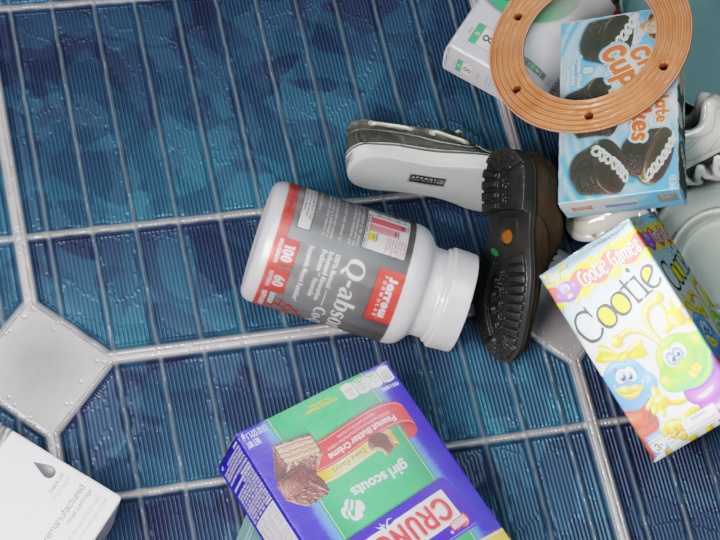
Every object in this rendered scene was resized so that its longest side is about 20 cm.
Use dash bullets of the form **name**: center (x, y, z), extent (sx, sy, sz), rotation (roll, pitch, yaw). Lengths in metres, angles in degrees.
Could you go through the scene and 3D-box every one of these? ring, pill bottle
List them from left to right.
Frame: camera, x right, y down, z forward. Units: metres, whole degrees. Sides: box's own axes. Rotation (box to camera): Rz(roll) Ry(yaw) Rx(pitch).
- **pill bottle**: center (0.000, 0.000, 1.683), extent (0.200, 0.116, 0.116), rotation (17, 64, -5)
- **ring**: center (0.220, -0.216, 1.756), extent (0.200, 0.019, 0.201), rotation (-10, 62, 20)

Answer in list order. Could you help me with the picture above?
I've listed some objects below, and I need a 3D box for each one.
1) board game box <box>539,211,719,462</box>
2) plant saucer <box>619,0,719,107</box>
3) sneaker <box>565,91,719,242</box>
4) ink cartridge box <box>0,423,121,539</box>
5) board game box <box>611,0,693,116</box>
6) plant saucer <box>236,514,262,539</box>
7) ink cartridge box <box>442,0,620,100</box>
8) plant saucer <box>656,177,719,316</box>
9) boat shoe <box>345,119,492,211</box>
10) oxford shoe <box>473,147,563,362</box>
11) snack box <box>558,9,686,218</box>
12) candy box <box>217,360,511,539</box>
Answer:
- **board game box**: center (0.272, 0.058, 1.695), extent (0.200, 0.103, 0.105), rotation (58, 22, 7)
- **plant saucer**: center (0.340, -0.241, 1.862), extent (0.200, 0.036, 0.200), rotation (10, 65, -23)
- **sneaker**: center (0.279, -0.100, 1.780), extent (0.200, 0.075, 0.081), rotation (-32, 116, 8)
- **ink cartridge box**: center (-0.324, 0.206, 1.530), extent (0.200, 0.084, 0.146), rotation (31, 63, 2)
- **board game box**: center (0.299, -0.196, 1.888), extent (0.200, 0.035, 0.136), rotation (32, 63, 2)
- **plant saucer**: center (-0.016, 0.271, 1.613), extent (0.200, 0.019, 0.070), rotation (23, 63, -1)
- **ink cartridge box**: center (0.206, -0.222, 1.832), extent (0.200, 0.050, 0.161), rotation (29, 63, 9)
- **plant saucer**: center (0.349, -0.003, 1.757), extent (0.200, 0.050, 0.200), rotation (-4, 75, 14)
- **boat shoe**: center (0.083, -0.108, 1.775), extent (0.200, 0.071, 0.064), rotation (10, 54, -15)
- **oxford shoe**: center (0.158, -0.012, 1.730), extent (0.084, 0.073, 0.200), rotation (2, 97, -43)
- **snack box**: center (0.248, -0.151, 1.744), extent (0.116, 0.037, 0.200), rotation (-7, 63, 20)
- **candy box**: center (0.002, 0.204, 1.598), extent (0.169, 0.077, 0.200), rotation (-25, 70, -29)
